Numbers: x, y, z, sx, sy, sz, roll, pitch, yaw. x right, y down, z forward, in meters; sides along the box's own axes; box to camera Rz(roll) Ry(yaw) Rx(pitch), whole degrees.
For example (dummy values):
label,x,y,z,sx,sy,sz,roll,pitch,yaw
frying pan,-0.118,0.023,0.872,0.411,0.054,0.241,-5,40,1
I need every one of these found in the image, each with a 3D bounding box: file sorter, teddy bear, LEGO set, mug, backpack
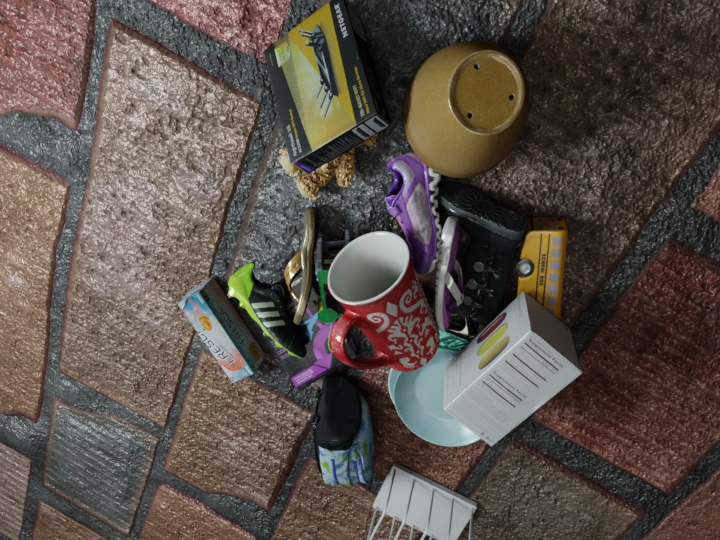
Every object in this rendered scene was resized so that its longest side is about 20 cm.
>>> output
label,x,y,z,sx,sy,sz,roll,pitch,yaw
file sorter,0.123,0.532,1.195,0.195,0.125,0.142,24,119,4
teddy bear,-0.054,-0.204,0.940,0.145,0.066,0.202,42,122,15
LEGO set,0.000,0.000,1.006,0.193,0.118,0.157,-11,132,7
mug,0.030,0.070,0.898,0.175,0.134,0.202,-34,133,-2
backpack,-0.033,0.339,1.138,0.148,0.165,0.205,10,125,-5

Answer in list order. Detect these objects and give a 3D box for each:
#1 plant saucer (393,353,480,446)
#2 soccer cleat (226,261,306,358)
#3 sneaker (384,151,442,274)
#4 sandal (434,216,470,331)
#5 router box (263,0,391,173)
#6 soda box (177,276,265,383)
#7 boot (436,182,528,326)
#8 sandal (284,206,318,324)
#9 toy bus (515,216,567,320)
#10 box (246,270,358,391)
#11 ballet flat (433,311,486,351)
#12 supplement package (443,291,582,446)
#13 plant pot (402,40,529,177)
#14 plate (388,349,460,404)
label,x,y,z,sx,sy,sz,roll,pitch,yaw
plant saucer,0.158,0.233,1.064,0.194,0.039,0.208,6,115,14
soccer cleat,-0.156,0.075,1.040,0.081,0.067,0.201,-42,102,-3
sneaker,0.080,-0.094,0.913,0.085,0.080,0.208,-8,104,-18
sandal,0.148,0.016,0.906,0.048,0.083,0.208,9,128,18
router box,-0.053,-0.273,0.850,0.154,0.052,0.206,-24,72,26
soda box,-0.275,0.121,1.150,0.062,0.069,0.203,-24,107,25
boot,0.179,-0.023,0.953,0.163,0.065,0.204,34,139,27
sandal,-0.107,-0.010,1.010,0.052,0.080,0.208,5,94,0
toy bus,0.290,0.020,0.937,0.075,0.065,0.207,2,115,13
box,-0.112,0.113,1.099,0.140,0.036,0.203,-30,103,10
ballet flat,0.192,0.114,1.011,0.193,0.067,0.073,13,111,9
supplement package,0.235,0.157,0.914,0.108,0.115,0.201,35,118,-10
plant pot,0.150,-0.222,0.758,0.179,0.200,0.194,0,98,2
plate,0.149,0.223,1.098,0.193,0.026,0.207,6,116,13
